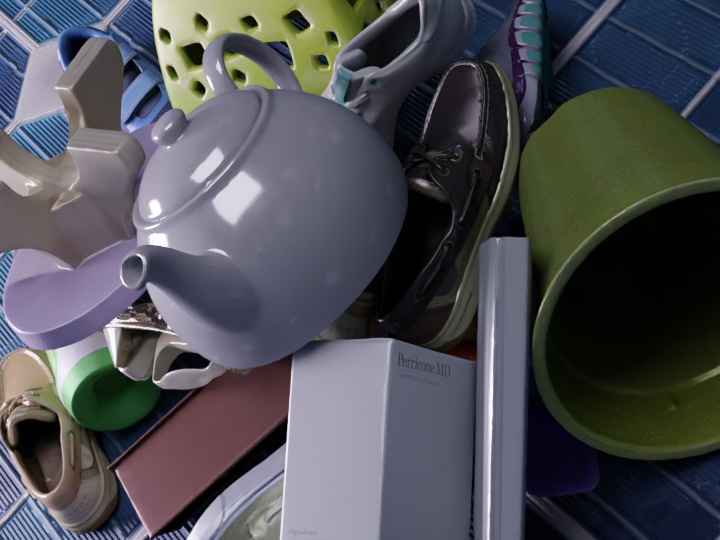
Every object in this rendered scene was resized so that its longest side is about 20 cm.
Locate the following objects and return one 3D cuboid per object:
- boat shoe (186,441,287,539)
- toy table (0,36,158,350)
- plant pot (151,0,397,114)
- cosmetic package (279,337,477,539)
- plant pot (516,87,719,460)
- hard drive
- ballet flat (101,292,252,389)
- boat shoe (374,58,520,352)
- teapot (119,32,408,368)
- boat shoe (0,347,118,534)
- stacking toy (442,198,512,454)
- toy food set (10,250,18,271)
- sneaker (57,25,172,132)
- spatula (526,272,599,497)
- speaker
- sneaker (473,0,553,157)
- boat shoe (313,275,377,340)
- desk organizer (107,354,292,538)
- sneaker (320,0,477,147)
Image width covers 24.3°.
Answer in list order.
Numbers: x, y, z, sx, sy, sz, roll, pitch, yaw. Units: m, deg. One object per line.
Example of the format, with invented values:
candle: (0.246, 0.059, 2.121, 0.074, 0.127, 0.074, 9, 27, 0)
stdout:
boat shoe: (-0.048, 0.167, 1.150, 0.200, 0.072, 0.062, -46, 47, -3)
toy table: (-0.199, -0.058, 1.160, 0.182, 0.117, 0.201, -2, 50, 29)
plant pot: (-0.059, -0.240, 1.324, 0.198, 0.183, 0.200, -4, 37, 30)
cosmetic package: (0.011, 0.148, 1.052, 0.080, 0.112, 0.202, -1, 81, 34)
plant pot: (0.180, -0.020, 1.053, 0.199, 0.200, 0.191, -33, 34, 11)
hard drive: (0.086, 0.083, 1.022, 0.026, 0.132, 0.202, 1, 89, 1)
ballet flat: (-0.142, 0.048, 1.221, 0.199, 0.067, 0.076, 4, 78, 48)
boat shoe: (0.055, -0.049, 1.106, 0.073, 0.065, 0.202, -2, 74, 44)
teapot: (-0.075, -0.049, 1.066, 0.198, 0.146, 0.200, -49, 23, -8)
boat shoe: (-0.252, 0.121, 1.331, 0.071, 0.065, 0.200, -43, 45, 3)
stacking toy: (0.064, 0.033, 1.160, 0.085, 0.085, 0.202, -14, 57, 27)
toy food set: (-0.167, -0.047, 1.251, 0.198, 0.061, 0.144, -25, 30, 9)
sneaker: (-0.206, -0.157, 1.481, 0.074, 0.082, 0.200, -50, 47, -6)
spatula: (0.125, 0.060, 1.132, 0.056, 0.021, 0.202, -11, 51, 14)
speaker: (-0.223, 0.035, 1.355, 0.088, 0.088, 0.201, -37, 45, 8)
sneaker: (0.095, -0.145, 1.225, 0.087, 0.075, 0.201, -4, 36, 11)
boat shoe: (-0.002, -0.001, 1.182, 0.063, 0.073, 0.201, -57, 1, 25)
desk organizer: (-0.077, 0.115, 1.207, 0.200, 0.072, 0.077, -42, 48, 4)
sneaker: (-0.003, -0.124, 1.192, 0.075, 0.088, 0.201, 41, 109, 17)
